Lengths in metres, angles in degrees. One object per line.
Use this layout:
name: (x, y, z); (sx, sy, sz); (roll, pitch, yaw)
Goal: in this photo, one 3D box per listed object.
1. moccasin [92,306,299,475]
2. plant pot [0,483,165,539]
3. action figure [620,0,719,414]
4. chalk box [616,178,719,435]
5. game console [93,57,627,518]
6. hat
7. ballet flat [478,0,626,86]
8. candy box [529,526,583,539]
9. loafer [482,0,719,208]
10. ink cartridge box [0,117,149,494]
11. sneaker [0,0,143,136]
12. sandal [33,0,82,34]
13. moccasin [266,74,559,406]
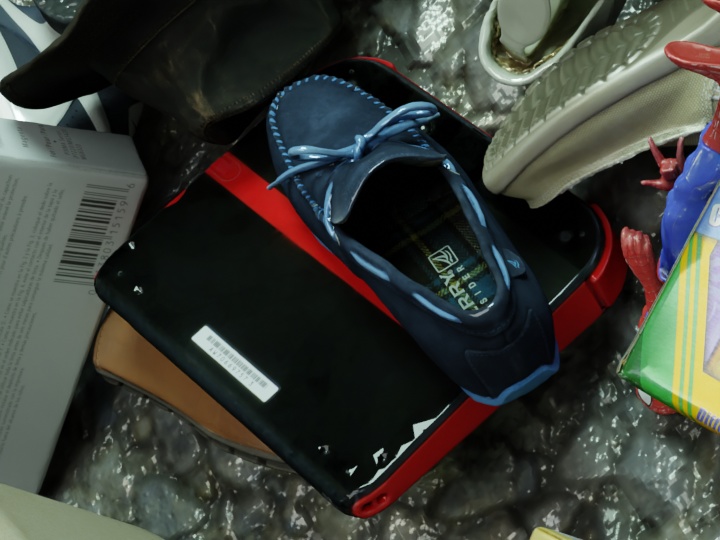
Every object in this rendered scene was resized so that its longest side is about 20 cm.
moccasin: (-0.042, 0.044, 1.098); (0.201, 0.074, 0.078); (25, 102, 47)
plant pot: (-0.138, 0.204, 1.057); (0.200, 0.200, 0.177); (-55, 43, 12)
action figure: (0.130, -0.017, 0.940); (0.052, 0.200, 0.065); (12, 42, 15)
chalk box: (0.212, -0.013, 0.885); (0.124, 0.124, 0.200); (33, 99, 31)
game console: (0.000, 0.000, 1.054); (0.177, 0.031, 0.200); (-43, 53, -12)
hat: (-0.066, -0.105, 1.095); (0.200, 0.201, 0.081); (-36, 87, 24)
ballet flat: (0.098, -0.150, 0.989); (0.070, 0.069, 0.200); (59, 146, 30)
candy box: (0.135, 0.195, 0.937); (0.200, 0.056, 0.117); (23, 92, 36)
loafer: (0.140, -0.078, 0.983); (0.200, 0.068, 0.076); (-33, 17, 22)
ink cartridge box: (-0.212, 0.018, 1.122); (0.200, 0.173, 0.044); (-67, 30, 28)
sneaker: (-0.201, -0.072, 1.166); (0.079, 0.199, 0.130); (-44, 46, 54)
sandal: (-0.074, -0.182, 1.171); (0.200, 0.048, 0.075); (-36, 56, -1)
moccasin: (0.022, -0.030, 1.004); (0.080, 0.068, 0.200); (-38, 51, -9)
